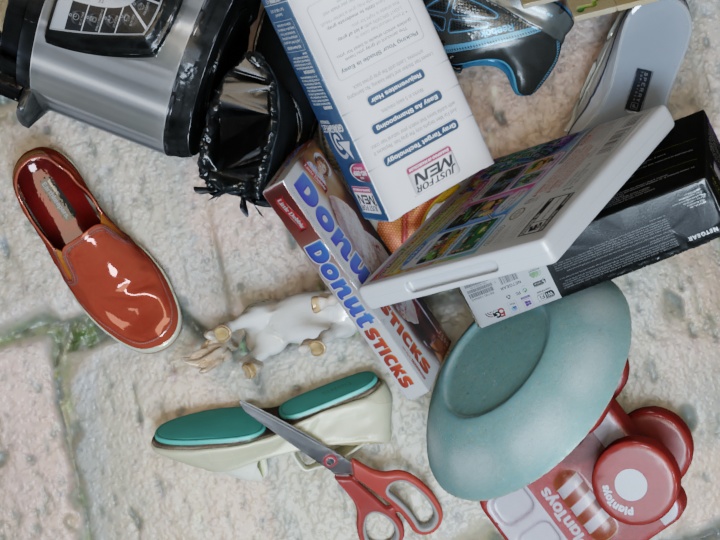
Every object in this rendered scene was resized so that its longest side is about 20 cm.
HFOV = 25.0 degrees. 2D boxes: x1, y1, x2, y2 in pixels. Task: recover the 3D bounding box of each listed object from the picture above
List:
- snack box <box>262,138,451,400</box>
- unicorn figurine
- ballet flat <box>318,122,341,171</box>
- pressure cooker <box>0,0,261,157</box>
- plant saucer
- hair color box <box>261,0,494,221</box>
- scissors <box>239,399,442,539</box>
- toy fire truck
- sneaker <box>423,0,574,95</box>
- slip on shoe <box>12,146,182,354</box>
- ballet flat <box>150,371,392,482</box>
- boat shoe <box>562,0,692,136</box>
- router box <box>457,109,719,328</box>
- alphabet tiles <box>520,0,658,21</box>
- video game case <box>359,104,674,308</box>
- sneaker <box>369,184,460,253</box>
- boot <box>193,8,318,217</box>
[{"bbox_3d":[0.000,0.000,1.235,0.024,0.072,0.200,-24,109,31],"label":"snack box"},{"bbox_3d":[-0.033,0.043,1.288,0.199,0.137,0.074,4,100,17],"label":"unicorn figurine"},{"bbox_3d":[-0.003,-0.173,1.280,0.046,0.067,0.201,8,111,13],"label":"ballet flat"},{"bbox_3d":[-0.193,-0.194,1.263,0.199,0.176,0.179,22,124,3],"label":"pressure cooker"},{"bbox_3d":[0.112,0.075,1.208,0.039,0.201,0.201,39,92,-27],"label":"plant saucer"},{"bbox_3d":[0.010,-0.147,1.210,0.100,0.060,0.201,-29,103,-17],"label":"hair color box"},{"bbox_3d":[-0.011,0.152,1.292,0.073,0.014,0.200,-35,114,10],"label":"scissors"},{"bbox_3d":[0.158,0.148,1.285,0.168,0.112,0.200,-40,87,20],"label":"toy fire truck"},{"bbox_3d":[0.067,-0.206,1.301,0.199,0.073,0.082,22,96,5],"label":"sneaker"},{"bbox_3d":[-0.218,-0.015,1.319,0.074,0.061,0.200,-36,90,0],"label":"slip on shoe"},{"bbox_3d":[-0.068,0.138,1.313,0.199,0.069,0.070,-14,89,2],"label":"ballet flat"},{"bbox_3d":[0.206,-0.141,1.295,0.074,0.086,0.203,14,119,-2],"label":"boat shoe"},{"bbox_3d":[0.176,-0.041,1.218,0.199,0.149,0.051,-22,108,20],"label":"router box"},{"bbox_3d":[0.214,-0.254,1.265,0.199,0.167,0.006,-14,130,3],"label":"alphabet tiles"},{"bbox_3d":[0.116,-0.047,1.195,0.181,0.200,0.024,-16,111,45],"label":"video game case"},{"bbox_3d":[0.045,-0.097,1.301,0.077,0.073,0.201,6,106,0],"label":"sneaker"},{"bbox_3d":[-0.072,-0.139,1.260,0.073,0.162,0.200,12,89,9],"label":"boot"}]
